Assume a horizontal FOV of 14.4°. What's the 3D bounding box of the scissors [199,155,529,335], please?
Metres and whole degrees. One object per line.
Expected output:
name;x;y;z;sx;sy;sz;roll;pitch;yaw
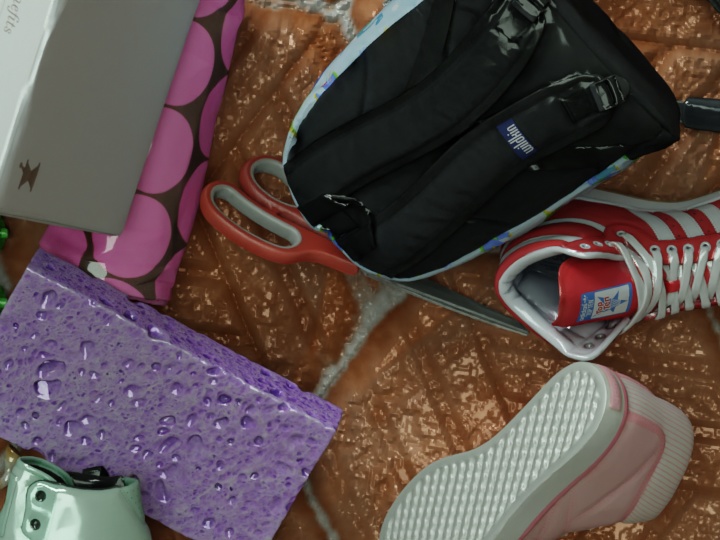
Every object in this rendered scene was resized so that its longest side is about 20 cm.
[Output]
scissors;0.000;0.000;1.636;0.200;0.073;0.014;35;132;5

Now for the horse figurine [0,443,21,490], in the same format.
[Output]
horse figurine;-0.220;0.177;1.664;0.200;0.050;0.133;42;100;4

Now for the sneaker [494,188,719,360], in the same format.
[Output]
sneaker;0.171;0.001;1.571;0.199;0.113;0.071;1;114;16

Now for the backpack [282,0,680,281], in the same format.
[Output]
backpack;0.053;-0.083;1.568;0.163;0.154;0.200;44;106;-10

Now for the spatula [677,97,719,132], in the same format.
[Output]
spatula;0.169;-0.091;1.630;0.199;0.021;0.057;5;102;5

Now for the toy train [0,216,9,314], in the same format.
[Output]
toy train;-0.229;-0.032;1.666;0.042;0.056;0.201;1;90;8

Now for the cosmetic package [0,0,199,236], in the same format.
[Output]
cosmetic package;-0.220;-0.130;1.534;0.199;0.166;0.168;20;92;20

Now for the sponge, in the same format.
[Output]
sponge;-0.121;0.080;1.622;0.200;0.030;0.112;29;118;-6

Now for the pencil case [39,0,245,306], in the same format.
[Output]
pencil case;-0.128;-0.085;1.638;0.093;0.091;0.201;17;93;26

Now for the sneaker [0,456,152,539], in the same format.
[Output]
sneaker;-0.211;0.164;1.600;0.200;0.074;0.119;-6;96;-3

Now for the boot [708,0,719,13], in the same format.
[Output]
boot;0.151;-0.186;1.605;0.158;0.079;0.211;45;94;6

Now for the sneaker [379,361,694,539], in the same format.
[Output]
sneaker;0.106;0.130;1.611;0.200;0.104;0.076;-41;47;32
